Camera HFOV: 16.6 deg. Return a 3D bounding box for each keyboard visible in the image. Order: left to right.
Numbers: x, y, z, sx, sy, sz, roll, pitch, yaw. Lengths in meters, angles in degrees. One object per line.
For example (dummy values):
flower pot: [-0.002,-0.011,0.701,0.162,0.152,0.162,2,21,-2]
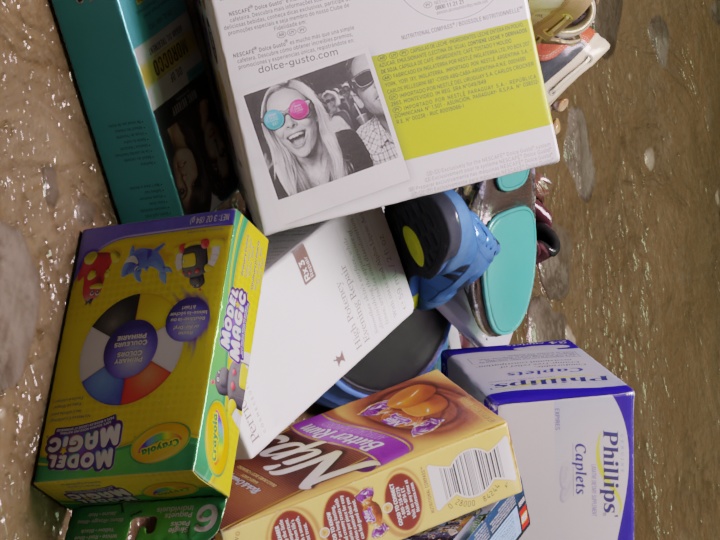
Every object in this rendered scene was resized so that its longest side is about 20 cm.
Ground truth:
keyboard: [0.058,-0.004,1.822,0.200,0.011,0.057,44,50,-38]

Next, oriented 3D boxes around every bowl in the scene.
bowl: [0.000,0.000,1.790,0.200,0.039,0.202,5,83,-49]

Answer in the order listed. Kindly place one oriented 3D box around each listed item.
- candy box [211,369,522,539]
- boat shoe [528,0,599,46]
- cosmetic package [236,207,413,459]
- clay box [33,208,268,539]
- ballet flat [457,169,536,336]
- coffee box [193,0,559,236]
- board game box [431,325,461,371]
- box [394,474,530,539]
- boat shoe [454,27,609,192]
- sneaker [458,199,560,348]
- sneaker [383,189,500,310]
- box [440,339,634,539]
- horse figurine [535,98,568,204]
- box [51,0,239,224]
candy box: [-0.011,0.135,1.585,0.117,0.199,0.057,34,-38,64]
boat shoe: [0.131,-0.186,1.726,0.200,0.066,0.074,5,110,-87]
cosmetic package: [-0.056,0.033,1.636,0.200,0.074,0.102,-43,120,-44]
clay box: [-0.127,0.066,1.487,0.048,0.114,0.201,46,44,-50]
ballet flat: [0.094,-0.054,1.809,0.072,0.072,0.202,-28,124,-62]
coffee box: [0.000,-0.154,1.617,0.200,0.198,0.199,-130,-154,-78]
board game box: [0.031,0.039,1.902,0.135,0.034,0.202,-27,108,-62]
box: [-0.005,0.180,1.611,0.137,0.199,0.038,-41,122,-59]
boat shoe: [0.110,-0.108,1.867,0.201,0.062,0.071,-57,178,16]
sneaker: [0.114,0.012,1.987,0.201,0.115,0.076,69,30,-27]
sneaker: [0.060,-0.026,1.690,0.200,0.078,0.066,112,-45,-73]
box: [0.123,0.159,1.768,0.200,0.104,0.186,-137,-135,-78]
horse figurine: [0.098,-0.145,1.950,0.050,0.132,0.202,28,52,-56]
box: [-0.140,-0.127,1.577,0.082,0.049,0.201,-48,126,-57]
